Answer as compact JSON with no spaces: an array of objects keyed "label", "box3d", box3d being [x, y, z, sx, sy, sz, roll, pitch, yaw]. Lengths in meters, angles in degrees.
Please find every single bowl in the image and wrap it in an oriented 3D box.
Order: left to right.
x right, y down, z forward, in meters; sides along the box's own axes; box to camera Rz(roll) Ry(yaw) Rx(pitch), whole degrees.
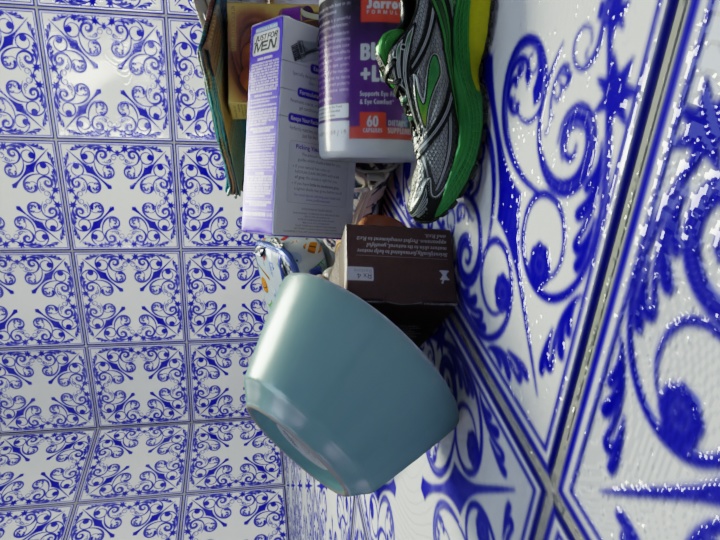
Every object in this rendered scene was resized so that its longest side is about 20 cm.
[{"label":"bowl","box3d":[-0.024,0.112,0.522,0.106,0.199,0.202,-48,-8,-25]}]

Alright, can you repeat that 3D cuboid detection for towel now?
[{"label":"towel","box3d":[-0.164,-0.213,0.740,0.203,0.021,0.150,89,178,-49]}]

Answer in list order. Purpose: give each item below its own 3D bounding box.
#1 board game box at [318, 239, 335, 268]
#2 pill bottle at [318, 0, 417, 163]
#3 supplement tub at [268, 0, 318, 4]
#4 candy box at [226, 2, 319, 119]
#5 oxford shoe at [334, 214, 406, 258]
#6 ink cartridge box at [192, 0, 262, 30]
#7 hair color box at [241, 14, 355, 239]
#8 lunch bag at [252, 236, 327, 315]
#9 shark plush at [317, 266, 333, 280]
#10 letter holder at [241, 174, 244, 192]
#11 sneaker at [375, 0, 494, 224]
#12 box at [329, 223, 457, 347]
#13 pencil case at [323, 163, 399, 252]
[{"label":"board game box","box3d":[-0.061,-0.004,0.979,0.202,0.042,0.202,60,155,25]},{"label":"pill bottle","box3d":[0.014,-0.208,0.571,0.111,0.107,0.208,-147,56,-77]},{"label":"supplement tub","box3d":[-0.068,-0.385,0.912,0.200,0.140,0.151,146,122,-77]},{"label":"candy box","box3d":[-0.057,-0.242,0.712,0.056,0.193,0.121,138,130,-79]},{"label":"oxford shoe","box3d":[0.000,0.000,0.725,0.200,0.069,0.075,124,162,-72]},{"label":"ink cartridge box","box3d":[-0.165,-0.374,0.801,0.116,0.065,0.205,78,-173,-56]},{"label":"hair color box","box3d":[-0.059,-0.138,0.628,0.064,0.107,0.208,10,97,45]},{"label":"lunch bag","box3d":[-0.093,0.038,0.923,0.159,0.074,0.206,23,130,57]},{"label":"shark plush","box3d":[-0.016,0.100,0.821,0.090,0.082,0.204,-31,88,54]},{"label":"letter holder","box3d":[-0.107,-0.208,0.901,0.141,0.100,0.204,-38,35,29]},{"label":"sneaker","box3d":[0.048,-0.139,0.465,0.078,0.082,0.208,-133,42,-74]},{"label":"box","box3d":[0.017,0.034,0.594,0.201,0.096,0.078,116,155,-66]},{"label":"pencil case","box3d":[-0.004,-0.095,0.763,0.202,0.075,0.092,109,172,-60]}]
